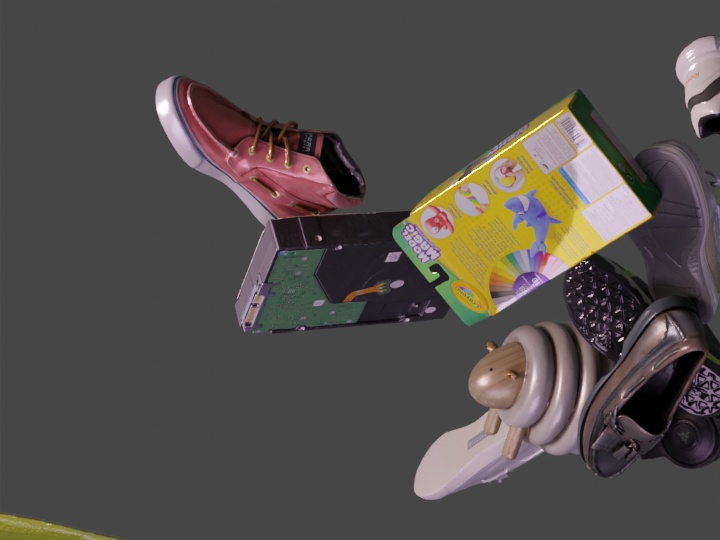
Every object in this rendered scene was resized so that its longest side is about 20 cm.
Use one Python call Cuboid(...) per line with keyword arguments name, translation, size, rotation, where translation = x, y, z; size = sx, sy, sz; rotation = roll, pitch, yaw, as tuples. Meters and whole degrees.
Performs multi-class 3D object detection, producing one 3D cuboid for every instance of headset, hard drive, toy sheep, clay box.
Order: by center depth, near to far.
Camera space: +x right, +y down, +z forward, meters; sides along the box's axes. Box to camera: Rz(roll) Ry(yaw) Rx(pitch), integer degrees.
Cuboid(name="clay box", translation=(0.133, -0.047, 1.340), size=(0.200, 0.048, 0.115), rotation=(-33, 101, 33))
Cuboid(name="hard drive", translation=(0.000, 0.000, 1.432), size=(0.200, 0.038, 0.140), rotation=(-5, 148, -21))
Cuboid(name="toy sheep", translation=(0.194, 0.113, 1.525), size=(0.200, 0.138, 0.138), rotation=(8, 145, -23))
Cuboid(name="headset", translation=(0.347, 0.157, 1.541), size=(0.123, 0.094, 0.200), rotation=(-15, 172, -26))

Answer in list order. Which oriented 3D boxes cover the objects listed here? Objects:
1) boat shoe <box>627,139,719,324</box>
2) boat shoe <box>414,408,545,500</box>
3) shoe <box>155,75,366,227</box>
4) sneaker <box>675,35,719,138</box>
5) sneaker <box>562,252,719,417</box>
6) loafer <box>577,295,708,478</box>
Cuboid(name="boat shoe", translation=(0.272, -0.039, 1.373), size=(0.074, 0.065, 0.202), rotation=(9, 142, 32))
Cuboid(name="boat shoe", translation=(0.135, 0.190, 1.693), size=(0.068, 0.072, 0.200), rotation=(28, 129, -23))
Cuboid(name="shoe", translation=(-0.078, -0.104, 1.344), size=(0.091, 0.072, 0.200), rotation=(-16, 142, 27))
Cuboid(name="sneaker", translation=(0.336, -0.114, 1.241), size=(0.200, 0.080, 0.074), rotation=(11, 141, -5))
Cuboid(name="sneaker", translation=(0.266, 0.054, 1.480), size=(0.200, 0.083, 0.072), rotation=(44, 123, -3))
Cuboid(name="loafer", translation=(0.245, 0.115, 1.418), size=(0.072, 0.063, 0.200), rotation=(3, 128, -21))
